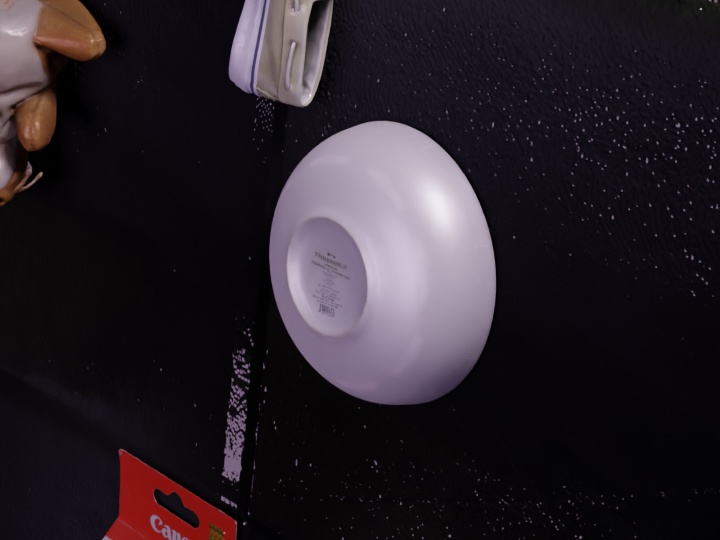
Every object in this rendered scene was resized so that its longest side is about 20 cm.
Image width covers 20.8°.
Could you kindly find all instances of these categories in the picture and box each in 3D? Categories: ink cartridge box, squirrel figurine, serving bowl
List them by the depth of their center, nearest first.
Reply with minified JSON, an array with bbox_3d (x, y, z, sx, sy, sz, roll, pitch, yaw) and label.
[{"bbox_3d":[0.000,0.000,1.356,0.200,0.066,0.201,15,110,45],"label":"serving bowl"},{"bbox_3d":[-0.173,0.271,1.618,0.162,0.050,0.200,25,120,42],"label":"ink cartridge box"},{"bbox_3d":[-0.312,-0.156,1.639,0.200,0.141,0.187,56,146,43],"label":"squirrel figurine"}]

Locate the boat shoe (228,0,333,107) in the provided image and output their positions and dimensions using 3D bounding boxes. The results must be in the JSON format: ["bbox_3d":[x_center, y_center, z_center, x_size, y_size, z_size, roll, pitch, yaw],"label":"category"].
[{"bbox_3d":[-0.038,-0.209,1.362,0.062,0.072,0.200,24,122,15],"label":"boat shoe"}]
